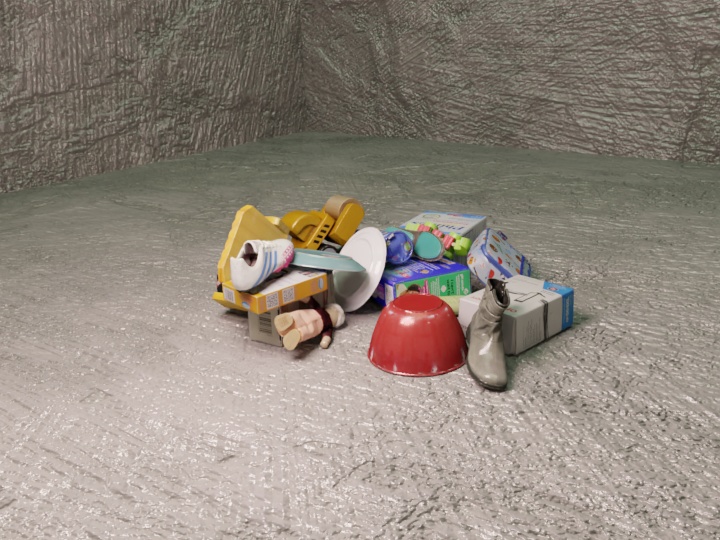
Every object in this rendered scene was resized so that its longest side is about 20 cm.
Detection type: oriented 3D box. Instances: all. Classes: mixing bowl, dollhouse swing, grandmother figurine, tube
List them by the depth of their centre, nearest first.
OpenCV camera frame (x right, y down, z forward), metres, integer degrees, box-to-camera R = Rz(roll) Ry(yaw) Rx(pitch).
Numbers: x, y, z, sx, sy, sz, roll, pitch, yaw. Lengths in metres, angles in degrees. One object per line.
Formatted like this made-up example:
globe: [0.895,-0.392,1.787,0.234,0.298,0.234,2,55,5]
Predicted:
mixing bowl: [0.109,0.110,1.399,0.199,0.109,0.200,-3,18,1]
grandmother figurine: [-0.095,0.101,1.476,0.060,0.122,0.200,-21,-7,28]
dollhouse swing: [-0.270,-0.035,1.563,0.181,0.201,0.176,6,-18,41]
tube: [0.172,0.080,1.578,0.199,0.052,0.058,-7,61,-24]

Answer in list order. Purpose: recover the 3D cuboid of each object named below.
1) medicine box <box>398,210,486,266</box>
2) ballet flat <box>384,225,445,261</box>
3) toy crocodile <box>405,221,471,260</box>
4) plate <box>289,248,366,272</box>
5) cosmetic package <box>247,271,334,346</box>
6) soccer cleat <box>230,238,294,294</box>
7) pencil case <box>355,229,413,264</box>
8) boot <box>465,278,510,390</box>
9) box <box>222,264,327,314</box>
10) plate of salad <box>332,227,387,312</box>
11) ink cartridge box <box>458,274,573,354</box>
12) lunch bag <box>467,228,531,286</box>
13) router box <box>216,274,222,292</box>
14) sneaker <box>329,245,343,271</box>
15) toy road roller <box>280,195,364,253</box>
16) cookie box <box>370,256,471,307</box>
medicine box: [0.218,-0.081,1.943,0.181,0.103,0.200,8,21,28]
ballet flat: [0.141,-0.061,1.735,0.200,0.068,0.075,20,-3,45]
toy crocodile: [0.186,-0.078,1.790,0.200,0.068,0.062,25,-11,37]
plate: [-0.085,-0.025,1.552,0.199,0.026,0.200,7,5,-1]
cosmetic package: [-0.144,0.072,1.547,0.087,0.104,0.200,10,24,28]
soccer cleat: [-0.187,-0.032,1.418,0.070,0.087,0.200,1,27,23]
pencil case: [0.038,-0.056,1.723,0.087,0.078,0.200,-22,15,-28]
boot: [0.235,0.107,1.310,0.067,0.131,0.200,9,32,-7]
box: [-0.161,0.029,1.465,0.200,0.042,0.119,-17,24,-41]
plate of salad: [0.000,0.000,1.642,0.048,0.201,0.200,23,4,-32]
ink cartridge box: [0.316,0.085,1.480,0.200,0.085,0.146,-18,25,-40]
lunch bag: [0.328,-0.012,1.692,0.160,0.076,0.200,40,26,-1]
router box: [-0.220,0.028,1.741,0.149,0.062,0.200,16,26,39]
sneaker: [-0.005,-0.041,1.866,0.199,0.094,0.070,-11,21,-23]
toy road roller: [-0.101,-0.112,1.753,0.146,0.200,0.123,38,-9,-31]
cookie box: [0.128,0.026,1.682,0.199,0.076,0.171,-11,18,-23]
